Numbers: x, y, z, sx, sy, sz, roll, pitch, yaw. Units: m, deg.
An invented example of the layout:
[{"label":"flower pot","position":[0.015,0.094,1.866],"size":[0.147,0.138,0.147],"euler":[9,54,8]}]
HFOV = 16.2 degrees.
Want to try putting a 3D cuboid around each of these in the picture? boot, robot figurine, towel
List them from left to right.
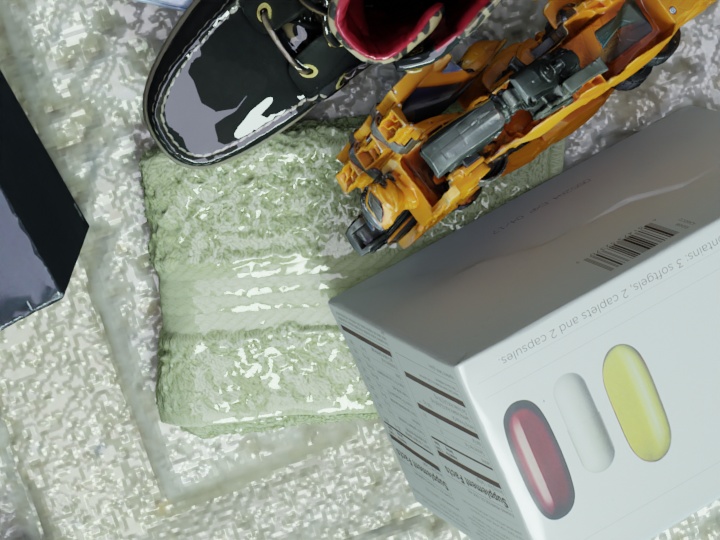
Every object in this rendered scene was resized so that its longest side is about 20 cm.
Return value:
[{"label":"boot","position":[-0.008,-0.109,1.047],"size":[0.199,0.151,0.073],"euler":[-36,102,2]},{"label":"towel","position":[0.000,0.000,1.166],"size":[0.198,0.036,0.150],"euler":[-5,99,-3]},{"label":"robot figurine","position":[0.069,-0.080,1.084],"size":[0.199,0.145,0.058],"euler":[-35,84,-29]}]

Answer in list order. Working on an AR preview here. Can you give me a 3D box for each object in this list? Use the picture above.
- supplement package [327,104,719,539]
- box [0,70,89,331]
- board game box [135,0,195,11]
[{"label":"supplement package","position":[0.115,0.028,1.092],"size":[0.199,0.156,0.112],"euler":[-29,108,-14]},{"label":"box","position":[-0.220,-0.005,1.066],"size":[0.181,0.200,0.105],"euler":[-28,100,1]},{"label":"board game box","position":[-0.068,-0.216,1.119],"size":[0.198,0.041,0.201],"euler":[12,100,-7]}]
